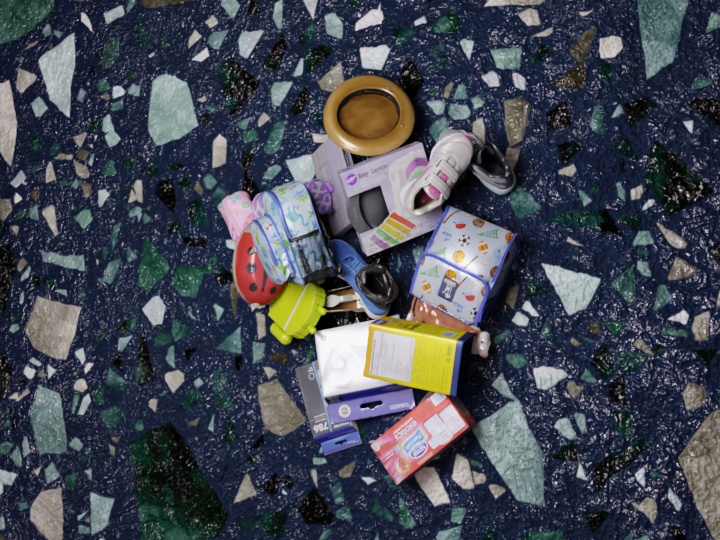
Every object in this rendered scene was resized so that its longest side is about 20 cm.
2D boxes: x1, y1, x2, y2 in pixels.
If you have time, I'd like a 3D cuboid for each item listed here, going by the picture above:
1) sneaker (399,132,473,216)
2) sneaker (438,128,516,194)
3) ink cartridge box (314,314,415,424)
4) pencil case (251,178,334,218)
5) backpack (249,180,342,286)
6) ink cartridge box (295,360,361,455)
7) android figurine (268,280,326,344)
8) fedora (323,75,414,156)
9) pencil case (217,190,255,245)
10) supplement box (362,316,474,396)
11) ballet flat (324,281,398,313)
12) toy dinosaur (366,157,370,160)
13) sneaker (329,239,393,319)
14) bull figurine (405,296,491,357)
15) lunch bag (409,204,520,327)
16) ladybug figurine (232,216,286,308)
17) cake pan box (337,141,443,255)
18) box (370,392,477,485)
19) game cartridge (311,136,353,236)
[{"bbox_3d":[0.157,-0.180,1.547,0.081,0.089,0.201,30,114,-16],"label":"sneaker"},{"bbox_3d":[0.238,-0.247,1.600,0.199,0.140,0.078,37,90,18],"label":"sneaker"},{"bbox_3d":[0.009,0.213,1.669,0.196,0.041,0.204,-12,78,7],"label":"ink cartridge box"},{"bbox_3d":[-0.154,-0.154,1.740,0.197,0.086,0.085,-7,126,36],"label":"pencil case"},{"bbox_3d":[-0.146,-0.073,1.596,0.145,0.183,0.204,-19,100,-16],"label":"backpack"},{"bbox_3d":[-0.071,0.298,1.715,0.098,0.039,0.204,-21,78,16],"label":"ink cartridge box"},{"bbox_3d":[-0.139,0.074,1.716,0.199,0.041,0.184,31,94,52],"label":"android figurine"},{"bbox_3d":[0.016,-0.319,1.667,0.196,0.082,0.205,1,71,-4],"label":"fedora"},{"bbox_3d":[-0.259,-0.082,1.802,0.087,0.087,0.203,-29,74,15],"label":"pencil case"},{"bbox_3d":[0.117,0.168,1.559,0.196,0.109,0.111,10,98,19],"label":"supplement box"},{"bbox_3d":[-0.014,0.061,1.703,0.196,0.067,0.069,-15,81,18],"label":"ballet flat"},{"bbox_3d":[0.015,-0.170,1.695,0.101,0.057,0.204,-135,52,-61],"label":"toy dinosaur"},{"bbox_3d":[0.001,-0.001,1.625,0.076,0.112,0.202,-28,73,-21],"label":"sneaker"},{"bbox_3d":[0.179,0.132,1.625,0.199,0.065,0.122,41,100,19],"label":"bull figurine"},{"bbox_3d":[0.211,-0.006,1.583,0.168,0.124,0.202,26,82,23],"label":"lunch bag"},{"bbox_3d":[-0.211,-0.018,1.707,0.133,0.072,0.204,7,87,-21],"label":"ladybug figurine"},{"bbox_3d":[0.063,-0.150,1.631,0.197,0.052,0.187,-20,103,-8],"label":"cake pan box"},{"bbox_3d":[0.132,0.338,1.603,0.199,0.095,0.100,-42,72,12],"label":"box"},{"bbox_3d":[-0.048,-0.192,1.727,0.129,0.038,0.204,-35,68,58],"label":"game cartridge"}]
